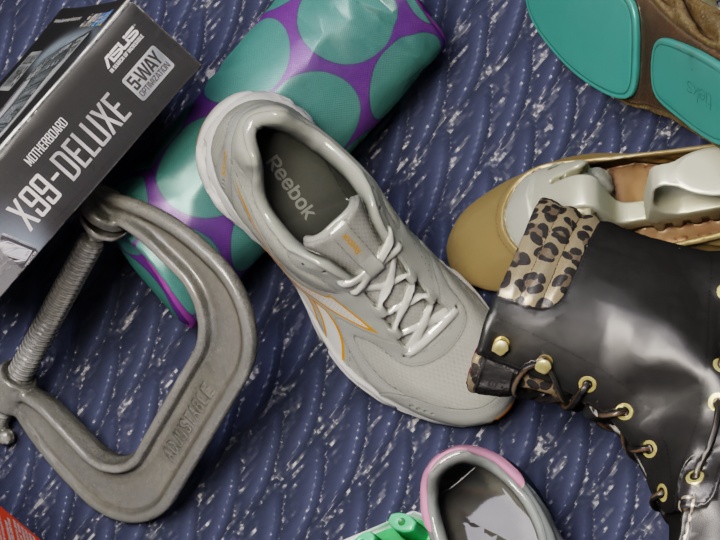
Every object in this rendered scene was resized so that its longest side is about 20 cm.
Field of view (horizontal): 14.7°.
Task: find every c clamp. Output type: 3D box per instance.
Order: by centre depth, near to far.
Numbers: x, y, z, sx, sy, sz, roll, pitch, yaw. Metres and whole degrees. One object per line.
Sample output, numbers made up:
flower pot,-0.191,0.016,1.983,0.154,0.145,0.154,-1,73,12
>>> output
c clamp,-0.134,0.034,1.352,0.171,0.027,0.200,50,129,14

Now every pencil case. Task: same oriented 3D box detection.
pencil case,-0.048,-0.072,1.383,0.085,0.092,0.200,43,86,-16

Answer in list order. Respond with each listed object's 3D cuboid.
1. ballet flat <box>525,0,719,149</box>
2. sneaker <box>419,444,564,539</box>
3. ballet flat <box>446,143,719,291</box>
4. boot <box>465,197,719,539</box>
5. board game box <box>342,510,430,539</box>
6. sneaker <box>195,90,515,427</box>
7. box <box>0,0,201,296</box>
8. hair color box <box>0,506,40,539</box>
ballet flat,0.156,-0.108,1.326,0.072,0.068,0.200,-10,24,-26
sneaker,0.079,0.166,1.250,0.070,0.082,0.200,-33,63,4
ballet flat,0.130,-0.035,1.319,0.200,0.063,0.069,-10,67,16
boot,0.121,0.069,1.256,0.150,0.073,0.200,20,78,8
board game box,-0.032,0.234,1.294,0.200,0.026,0.200,-24,64,10
sneaker,0.000,0.000,1.299,0.076,0.092,0.200,-45,97,-4
box,-0.164,-0.057,1.362,0.050,0.200,0.158,42,83,-14
hair color box,-0.195,0.158,1.257,0.111,0.200,0.064,-41,26,8
